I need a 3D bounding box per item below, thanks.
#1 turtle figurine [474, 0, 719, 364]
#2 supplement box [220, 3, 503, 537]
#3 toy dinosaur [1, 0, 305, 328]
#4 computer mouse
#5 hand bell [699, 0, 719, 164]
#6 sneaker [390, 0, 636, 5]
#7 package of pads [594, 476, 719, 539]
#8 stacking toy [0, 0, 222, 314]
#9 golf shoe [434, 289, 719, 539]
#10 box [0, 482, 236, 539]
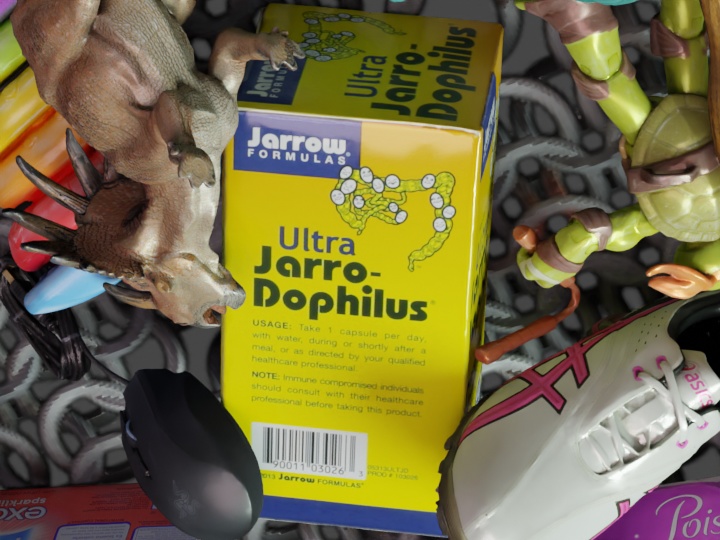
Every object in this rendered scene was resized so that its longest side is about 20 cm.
[{"bbox_3d":[0.121,-0.051,1.186,0.199,0.064,0.162,-24,105,-6],"label":"turtle figurine"},{"bbox_3d":[0.000,0.000,1.232,0.109,0.109,0.201,5,120,5],"label":"supplement box"},{"bbox_3d":[-0.098,-0.074,1.124,0.135,0.086,0.201,-27,82,45],"label":"toy dinosaur"},{"bbox_3d":[-0.110,0.054,1.250,0.200,0.034,0.059,39,136,38],"label":"computer mouse"},{"bbox_3d":[0.145,-0.113,1.129,0.104,0.104,0.201,-11,104,14],"label":"hand bell"},{"bbox_3d":[0.038,-0.131,1.122,0.199,0.080,0.078,14,135,42],"label":"sneaker"},{"bbox_3d":[0.154,0.156,1.288,0.199,0.121,0.076,-9,147,12],"label":"package of pads"},{"bbox_3d":[-0.151,-0.089,1.219,0.116,0.110,0.200,-41,96,10],"label":"stacking toy"},{"bbox_3d":[0.105,0.060,1.195,0.092,0.200,0.073,-31,96,46],"label":"golf shoe"},{"bbox_3d":[-0.160,0.169,1.352,0.199,0.103,0.095,-4,118,9],"label":"box"}]
